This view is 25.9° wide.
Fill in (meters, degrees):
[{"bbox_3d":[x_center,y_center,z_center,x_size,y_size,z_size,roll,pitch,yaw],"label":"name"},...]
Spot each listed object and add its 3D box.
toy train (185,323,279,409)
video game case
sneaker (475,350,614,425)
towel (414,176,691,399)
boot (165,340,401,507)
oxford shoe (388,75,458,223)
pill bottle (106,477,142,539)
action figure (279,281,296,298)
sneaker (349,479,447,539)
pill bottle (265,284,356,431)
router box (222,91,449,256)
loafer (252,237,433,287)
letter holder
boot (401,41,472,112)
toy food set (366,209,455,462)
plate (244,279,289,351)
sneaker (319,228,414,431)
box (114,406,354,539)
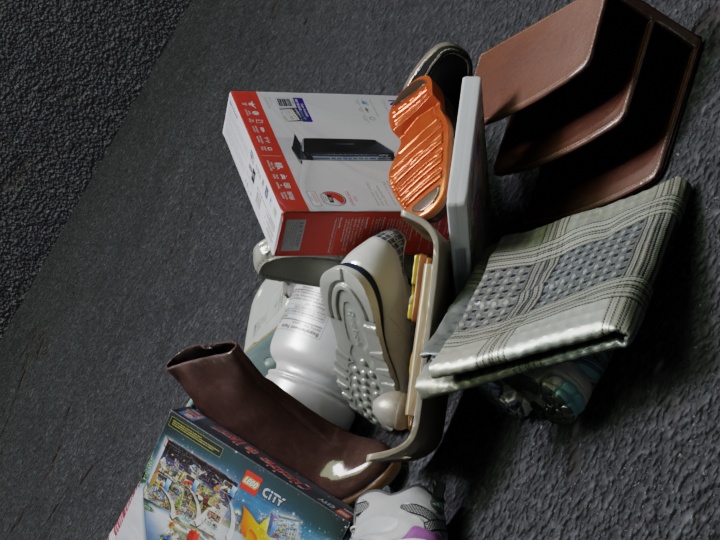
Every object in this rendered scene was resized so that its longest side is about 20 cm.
[{"bbox_3d":[-0.098,0.107,1.611,0.114,0.085,0.200,-49,-8,38],"label":"toy train"},{"bbox_3d":[0.094,-0.042,1.326,0.201,0.018,0.144,81,-166,-49],"label":"video game case"},{"bbox_3d":[0.136,0.064,1.216,0.086,0.078,0.200,-47,20,-12],"label":"sneaker"},{"bbox_3d":[0.140,0.010,1.167,0.199,0.035,0.193,-20,26,39],"label":"towel"},{"bbox_3d":[-0.073,0.136,1.409,0.199,0.167,0.073,-7,35,42],"label":"boot"},{"bbox_3d":[0.071,-0.097,1.368,0.071,0.073,0.201,-37,27,24],"label":"oxford shoe"},{"bbox_3d":[-0.200,0.269,1.688,0.201,0.109,0.110,-60,20,7],"label":"pill bottle"},{"bbox_3d":[-0.036,-0.030,1.646,0.200,0.118,0.103,63,-171,-85],"label":"action figure"},{"bbox_3d":[0.006,0.239,1.287,0.199,0.078,0.141,-35,30,34],"label":"sneaker"},{"bbox_3d":[-0.019,0.055,1.520,0.113,0.113,0.202,-6,59,66],"label":"pill bottle"},{"bbox_3d":[-0.018,-0.092,1.444,0.201,0.177,0.049,-116,32,-48],"label":"router box"},{"bbox_3d":[0.000,0.000,1.438,0.070,0.197,0.071,99,170,-63],"label":"loafer"},{"bbox_3d":[0.172,-0.129,1.313,0.200,0.100,0.144,-21,47,61],"label":"letter holder"},{"bbox_3d":[0.074,-0.124,1.583,0.202,0.073,0.151,-62,18,10],"label":"boot"},{"bbox_3d":[0.039,0.059,1.293,0.143,0.060,0.203,35,-119,-77],"label":"toy food set"},{"bbox_3d":[-0.083,0.041,1.814,0.200,0.032,0.201,-48,25,36],"label":"plate"},{"bbox_3d":[0.022,0.058,1.397,0.081,0.076,0.202,-45,-35,-36],"label":"sneaker"},{"bbox_3d":[-0.110,0.231,1.398,0.138,0.199,0.038,-64,-20,10],"label":"box"}]
